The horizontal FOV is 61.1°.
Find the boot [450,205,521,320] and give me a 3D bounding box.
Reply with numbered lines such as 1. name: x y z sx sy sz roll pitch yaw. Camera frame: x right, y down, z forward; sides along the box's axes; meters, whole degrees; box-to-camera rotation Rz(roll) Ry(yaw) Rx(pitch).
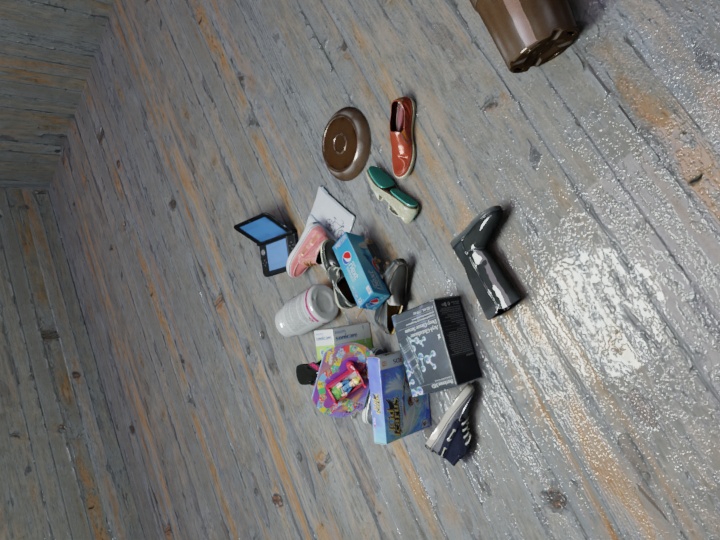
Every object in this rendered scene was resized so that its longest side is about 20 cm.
1. boot: 0.297 -0.015 1.352 0.165 0.064 0.204 -48 57 47

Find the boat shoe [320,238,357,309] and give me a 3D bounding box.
1. boat shoe: -0.055 0.007 1.701 0.067 0.070 0.205 -14 95 68

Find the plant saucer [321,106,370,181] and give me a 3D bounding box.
1. plant saucer: -0.049 -0.355 1.715 0.197 0.032 0.207 5 97 47

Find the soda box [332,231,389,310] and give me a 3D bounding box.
1. soda box: 0.000 0.000 1.570 0.064 0.067 0.203 -45 53 30

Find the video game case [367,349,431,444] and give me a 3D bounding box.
1. video game case: 0.099 0.302 1.503 0.045 0.178 0.206 -6 89 44

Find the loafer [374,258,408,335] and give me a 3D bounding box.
1. loafer: 0.091 0.069 1.564 0.073 0.071 0.205 -128 41 -53

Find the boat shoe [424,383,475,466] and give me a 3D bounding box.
1. boat shoe: 0.239 0.369 1.453 0.092 0.074 0.203 35 115 15

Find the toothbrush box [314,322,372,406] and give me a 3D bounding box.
1. toothbrush box: -0.037 0.254 1.668 0.085 0.143 0.206 -10 87 46

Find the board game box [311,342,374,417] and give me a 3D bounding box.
1. board game box: -0.034 0.286 1.548 0.039 0.154 0.205 32 107 64

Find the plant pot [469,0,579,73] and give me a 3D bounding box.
1. plant pot: 0.325 -0.520 1.206 0.198 0.198 0.203 -28 80 43

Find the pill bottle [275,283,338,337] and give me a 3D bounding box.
1. pill bottle: -0.164 0.125 1.813 0.198 0.112 0.116 -29 73 43

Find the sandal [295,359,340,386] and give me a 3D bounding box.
1. sandal: -0.121 0.276 1.622 0.198 0.044 0.077 -18 80 47

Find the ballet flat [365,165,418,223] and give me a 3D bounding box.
1. ballet flat: 0.072 -0.193 1.578 0.200 0.066 0.063 48 134 33

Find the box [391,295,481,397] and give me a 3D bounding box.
1. box: 0.180 0.182 1.462 0.147 0.105 0.205 -26 76 43

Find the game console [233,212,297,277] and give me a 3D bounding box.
1. game console: -0.298 -0.077 1.935 0.197 0.116 0.176 -14 83 46

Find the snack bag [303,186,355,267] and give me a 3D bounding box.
1. snack bag: -0.099 -0.117 1.792 0.188 0.021 0.204 43 122 36

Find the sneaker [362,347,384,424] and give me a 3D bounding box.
1. sneaker: 0.057 0.310 1.623 0.078 0.078 0.207 5 91 34

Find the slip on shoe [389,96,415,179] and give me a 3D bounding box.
1. slip on shoe: 0.099 -0.335 1.539 0.073 0.060 0.206 10 102 43

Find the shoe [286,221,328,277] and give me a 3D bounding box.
1. shoe: -0.150 -0.036 1.788 0.092 0.070 0.202 52 126 32

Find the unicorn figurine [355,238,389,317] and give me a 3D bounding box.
1. unicorn figurine: 0.016 0.010 1.656 0.139 0.072 0.202 -59 38 32
